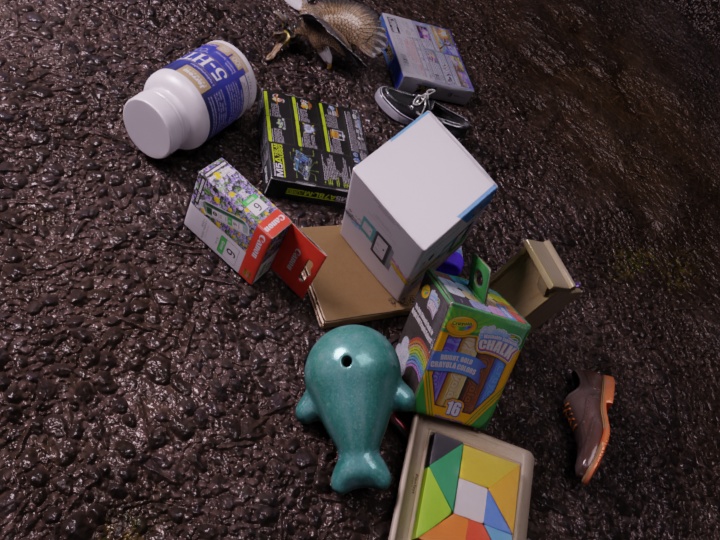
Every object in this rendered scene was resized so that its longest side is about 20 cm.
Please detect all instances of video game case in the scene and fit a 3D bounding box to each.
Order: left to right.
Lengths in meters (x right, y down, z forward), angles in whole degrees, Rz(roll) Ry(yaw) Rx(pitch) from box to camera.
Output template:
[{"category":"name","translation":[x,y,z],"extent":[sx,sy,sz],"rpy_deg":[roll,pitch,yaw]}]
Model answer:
[{"category":"video game case","translation":[0.137,-0.455,1.419],"extent":[0.176,0.046,0.205],"rpy_deg":[3,55,-26]}]

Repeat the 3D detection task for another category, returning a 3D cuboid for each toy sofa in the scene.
[{"category":"toy sofa","translation":[0.223,0.049,0.980],"extent":[0.096,0.200,0.084],"rpy_deg":[5,50,-43]}]

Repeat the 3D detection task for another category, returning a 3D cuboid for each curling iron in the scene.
[{"category":"curling iron","translation":[0.089,0.234,0.884],"extent":[0.049,0.026,0.201],"rpy_deg":[-29,74,-38]}]

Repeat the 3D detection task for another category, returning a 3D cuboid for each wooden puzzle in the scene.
[{"category":"wooden puzzle","translation":[0.138,0.294,0.838],"extent":[0.195,0.037,0.189],"rpy_deg":[24,59,-13]}]

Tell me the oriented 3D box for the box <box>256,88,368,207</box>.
[{"category":"box","translation":[-0.076,-0.203,1.109],"extent":[0.187,0.048,0.205],"rpy_deg":[4,55,-24]}]

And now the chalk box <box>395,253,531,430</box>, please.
[{"category":"chalk box","translation":[0.137,0.084,0.885],"extent":[0.121,0.205,0.125],"rpy_deg":[17,17,-16]}]

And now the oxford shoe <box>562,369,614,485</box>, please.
[{"category":"oxford shoe","translation":[0.341,0.236,1.010],"extent":[0.071,0.073,0.201],"rpy_deg":[18,41,12]}]

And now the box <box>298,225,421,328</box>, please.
[{"category":"box","translation":[0.000,0.000,1.014],"extent":[0.195,0.021,0.167],"rpy_deg":[-6,59,-32]}]

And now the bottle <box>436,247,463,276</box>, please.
[{"category":"bottle","translation":[0.126,-0.078,1.114],"extent":[0.081,0.066,0.205],"rpy_deg":[14,50,-18]}]

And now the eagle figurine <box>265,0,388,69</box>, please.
[{"category":"eagle figurine","translation":[-0.061,-0.445,1.232],"extent":[0.150,0.194,0.157],"rpy_deg":[25,72,-63]}]

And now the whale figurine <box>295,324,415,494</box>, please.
[{"category":"whale figurine","translation":[-0.008,0.165,0.815],"extent":[0.153,0.104,0.206],"rpy_deg":[-5,63,4]}]

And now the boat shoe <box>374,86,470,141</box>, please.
[{"category":"boat shoe","translation":[0.123,-0.316,1.290],"extent":[0.196,0.069,0.074],"rpy_deg":[31,46,-4]}]

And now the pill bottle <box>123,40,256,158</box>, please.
[{"category":"pill bottle","translation":[-0.257,-0.256,0.995],"extent":[0.119,0.120,0.201],"rpy_deg":[36,46,2]}]

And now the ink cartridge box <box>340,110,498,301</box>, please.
[{"category":"ink cartridge box","translation":[0.074,-0.084,0.940],"extent":[0.146,0.201,0.147],"rpy_deg":[-38,78,-18]}]

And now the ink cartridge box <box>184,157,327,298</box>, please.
[{"category":"ink cartridge box","translation":[-0.147,-0.044,0.904],"extent":[0.199,0.110,0.050],"rpy_deg":[42,47,6]}]
